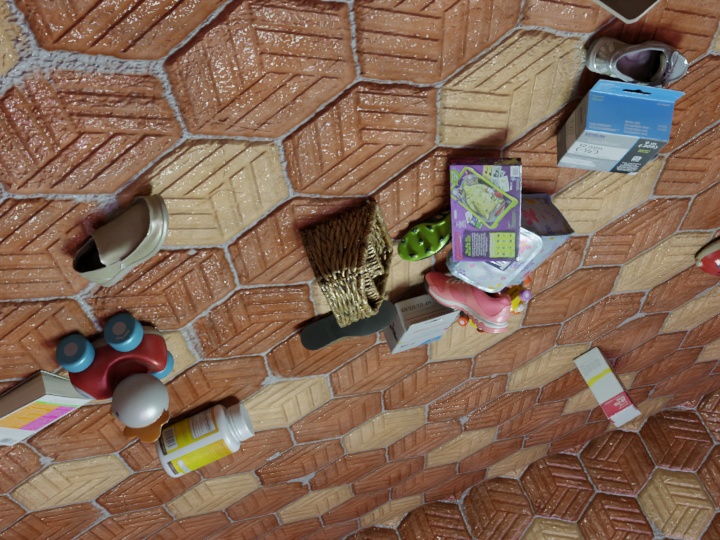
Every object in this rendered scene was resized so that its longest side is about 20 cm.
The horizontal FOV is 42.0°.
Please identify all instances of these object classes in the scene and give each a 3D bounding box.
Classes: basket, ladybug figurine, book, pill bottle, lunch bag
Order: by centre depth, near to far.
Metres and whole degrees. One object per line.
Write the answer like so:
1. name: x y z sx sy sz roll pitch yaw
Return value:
1. basket: 0.000 0.000 1.620 0.149 0.143 0.200 -22 153 -1
2. book: -0.611 0.261 1.717 0.200 0.048 0.134 -29 154 13
3. lunch bag: 0.272 -0.049 1.745 0.200 0.127 0.170 -3 145 -47
4. pill bottle: -0.336 0.362 2.033 0.200 0.109 0.109 -23 152 1
5. ladybug figurine: 0.931 -0.041 2.337 0.199 0.072 0.136 -21 153 -5

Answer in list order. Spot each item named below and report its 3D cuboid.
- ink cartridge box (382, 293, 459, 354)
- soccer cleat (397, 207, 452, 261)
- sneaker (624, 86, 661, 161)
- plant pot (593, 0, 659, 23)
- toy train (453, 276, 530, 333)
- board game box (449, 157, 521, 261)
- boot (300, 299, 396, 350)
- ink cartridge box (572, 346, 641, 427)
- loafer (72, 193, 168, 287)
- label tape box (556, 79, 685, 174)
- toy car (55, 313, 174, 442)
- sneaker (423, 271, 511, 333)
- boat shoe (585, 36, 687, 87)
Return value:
1. ink cartridge box: 0.122 0.101 1.936 0.115 0.068 0.200 -16 163 -15
2. soccer cleat: 0.158 -0.076 1.698 0.200 0.068 0.081 -34 163 18
3. sneaker: 0.495 -0.263 1.603 0.070 0.082 0.200 -25 152 2
4. plant pot: 0.294 -0.433 1.047 0.199 0.177 0.200 10 138 -46
5. toy train: 0.282 0.062 1.932 0.200 0.150 0.056 -29 112 0
6. board game box: 0.214 -0.101 1.602 0.120 0.032 0.200 -2 128 5
7. boot: -0.024 0.108 1.893 0.199 0.074 0.075 -19 172 0
8. ink cartridge box: 0.706 0.332 2.684 0.083 0.200 0.145 -34 151 13
9. loafer: -0.349 -0.039 1.357 0.068 0.076 0.200 2 144 -49
10. label tape box: 0.420 -0.230 1.530 0.143 0.066 0.200 6 163 -6
11. toy car: -0.404 0.211 1.618 0.176 0.200 0.184 -23 152 -1
12. sneaker: 0.215 0.039 1.835 0.074 0.200 0.087 -22 136 -49
13. boat shoe: 0.442 -0.320 1.461 0.201 0.065 0.075 3 116 -34
